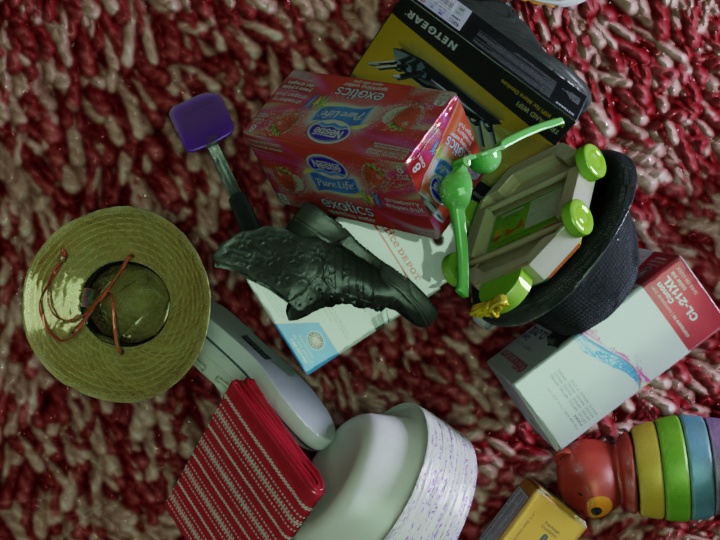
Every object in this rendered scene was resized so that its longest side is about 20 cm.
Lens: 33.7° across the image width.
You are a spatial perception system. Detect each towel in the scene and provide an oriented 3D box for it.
[{"bbox_3d":[-0.114,0.216,1.138,0.145,0.022,0.200,50,128,27],"label":"towel"}]

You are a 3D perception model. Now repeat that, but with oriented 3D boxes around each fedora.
[{"bbox_3d":[0.198,-0.013,1.103,0.092,0.201,0.201,42,90,-24],"label":"fedora"}]

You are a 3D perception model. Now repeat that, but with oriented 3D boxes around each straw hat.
[{"bbox_3d":[-0.223,0.032,1.172,0.200,0.085,0.202,-1,88,16],"label":"straw hat"}]

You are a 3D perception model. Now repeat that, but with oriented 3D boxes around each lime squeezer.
[{"bbox_3d":[0.112,-0.078,1.040,0.071,0.038,0.200,31,68,0],"label":"lime squeezer"}]

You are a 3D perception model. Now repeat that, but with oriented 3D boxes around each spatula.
[{"bbox_3d":[-0.130,-0.089,1.174,0.056,0.021,0.200,-26,77,-1],"label":"spatula"}]

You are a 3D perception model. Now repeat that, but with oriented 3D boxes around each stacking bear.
[{"bbox_3d":[0.296,0.204,1.194,0.199,0.114,0.122,-5,135,8],"label":"stacking bear"}]

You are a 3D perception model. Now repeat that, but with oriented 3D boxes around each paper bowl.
[{"bbox_3d":[0.010,0.217,1.125,0.104,0.201,0.201,33,91,-16],"label":"paper bowl"}]

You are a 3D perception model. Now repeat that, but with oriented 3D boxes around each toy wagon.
[{"bbox_3d":[0.141,-0.028,1.058,0.040,0.155,0.200,40,48,-24],"label":"toy wagon"}]

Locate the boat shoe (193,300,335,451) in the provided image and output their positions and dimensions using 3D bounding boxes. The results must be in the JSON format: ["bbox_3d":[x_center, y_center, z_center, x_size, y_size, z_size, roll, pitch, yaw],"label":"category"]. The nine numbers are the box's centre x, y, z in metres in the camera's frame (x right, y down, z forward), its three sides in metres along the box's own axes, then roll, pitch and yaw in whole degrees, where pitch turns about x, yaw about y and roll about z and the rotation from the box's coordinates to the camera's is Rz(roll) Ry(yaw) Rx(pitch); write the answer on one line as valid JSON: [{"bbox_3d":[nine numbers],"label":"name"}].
[{"bbox_3d":[-0.109,0.115,1.170,0.200,0.072,0.066,42,105,15],"label":"boat shoe"}]

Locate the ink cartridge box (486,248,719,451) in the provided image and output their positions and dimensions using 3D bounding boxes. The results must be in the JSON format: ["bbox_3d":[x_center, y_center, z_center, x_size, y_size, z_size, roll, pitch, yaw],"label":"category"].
[{"bbox_3d":[0.234,0.072,1.163,0.200,0.146,0.083,-37,96,-1],"label":"ink cartridge box"}]

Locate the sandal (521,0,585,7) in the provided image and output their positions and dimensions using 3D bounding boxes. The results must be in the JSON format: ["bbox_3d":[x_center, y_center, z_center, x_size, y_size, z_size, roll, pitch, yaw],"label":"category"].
[{"bbox_3d":[0.151,-0.313,1.177,0.206,0.059,0.079,4,76,-6],"label":"sandal"}]

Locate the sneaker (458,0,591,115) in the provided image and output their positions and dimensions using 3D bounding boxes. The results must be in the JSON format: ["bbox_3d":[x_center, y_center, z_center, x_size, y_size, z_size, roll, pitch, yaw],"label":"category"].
[{"bbox_3d":[0.145,-0.222,1.177,0.200,0.076,0.091,32,54,0],"label":"sneaker"}]

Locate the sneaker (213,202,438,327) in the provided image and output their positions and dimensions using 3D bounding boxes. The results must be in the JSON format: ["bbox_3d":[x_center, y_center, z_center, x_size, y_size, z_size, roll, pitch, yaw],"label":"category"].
[{"bbox_3d":[-0.033,0.014,1.121,0.200,0.060,0.104,40,82,3],"label":"sneaker"}]

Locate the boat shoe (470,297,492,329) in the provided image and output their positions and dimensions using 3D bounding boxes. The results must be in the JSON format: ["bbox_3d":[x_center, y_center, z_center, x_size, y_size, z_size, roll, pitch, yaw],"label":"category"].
[{"bbox_3d":[0.168,-0.032,1.204,0.062,0.072,0.200,37,82,13],"label":"boat shoe"}]

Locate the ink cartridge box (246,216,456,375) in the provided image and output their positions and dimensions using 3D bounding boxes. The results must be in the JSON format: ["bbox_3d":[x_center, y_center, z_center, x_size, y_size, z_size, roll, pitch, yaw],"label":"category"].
[{"bbox_3d":[0.000,0.000,1.189,0.200,0.068,0.116,-32,93,0],"label":"ink cartridge box"}]

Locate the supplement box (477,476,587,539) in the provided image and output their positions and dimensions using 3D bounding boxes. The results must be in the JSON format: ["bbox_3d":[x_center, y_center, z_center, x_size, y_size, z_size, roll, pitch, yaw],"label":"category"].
[{"bbox_3d":[0.141,0.311,1.211,0.066,0.069,0.200,38,92,-4],"label":"supplement box"}]

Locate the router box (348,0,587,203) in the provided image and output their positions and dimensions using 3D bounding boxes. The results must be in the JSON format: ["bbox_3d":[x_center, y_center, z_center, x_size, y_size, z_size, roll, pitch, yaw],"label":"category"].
[{"bbox_3d":[0.091,-0.163,1.150,0.200,0.052,0.157,35,133,-3],"label":"router box"}]

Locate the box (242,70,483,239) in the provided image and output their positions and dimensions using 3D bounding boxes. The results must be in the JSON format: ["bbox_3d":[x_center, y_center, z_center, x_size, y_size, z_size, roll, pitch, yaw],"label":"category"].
[{"bbox_3d":[0.002,-0.111,1.107,0.096,0.200,0.100,-53,138,-26],"label":"box"}]
